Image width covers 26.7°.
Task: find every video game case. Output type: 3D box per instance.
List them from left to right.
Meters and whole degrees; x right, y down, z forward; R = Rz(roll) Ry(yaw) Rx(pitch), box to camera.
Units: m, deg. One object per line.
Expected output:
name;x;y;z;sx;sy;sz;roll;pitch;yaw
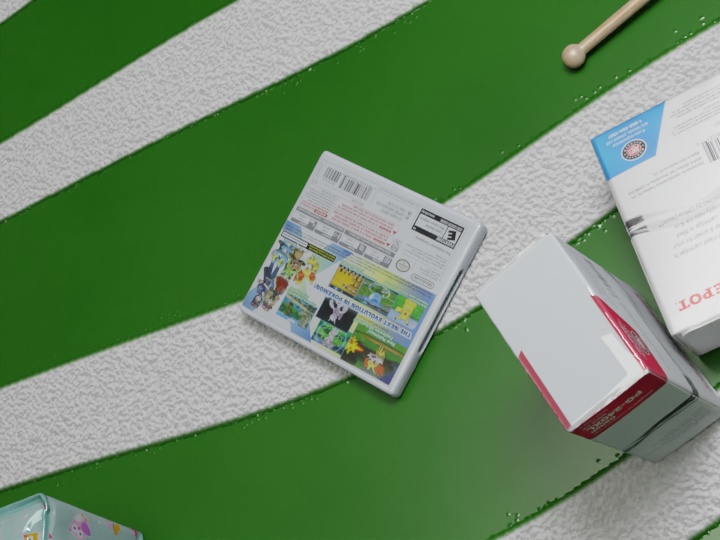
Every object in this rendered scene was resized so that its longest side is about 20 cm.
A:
video game case;0.000;0.000;1.470;0.199;0.022;0.183;27;87;31

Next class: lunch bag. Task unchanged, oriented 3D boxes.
lunch bag;-0.328;0.304;1.455;0.199;0.170;0.123;-22;59;21

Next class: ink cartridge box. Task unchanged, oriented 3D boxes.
ink cartridge box;0.199;0.068;1.241;0.083;0.200;0.146;-41;60;14
ink cartridge box;0.304;-0.049;1.290;0.145;0.084;0.201;-26;64;17

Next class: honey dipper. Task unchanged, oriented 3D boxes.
honey dipper;0.267;-0.258;1.410;0.200;0.038;0.038;-40;60;15
